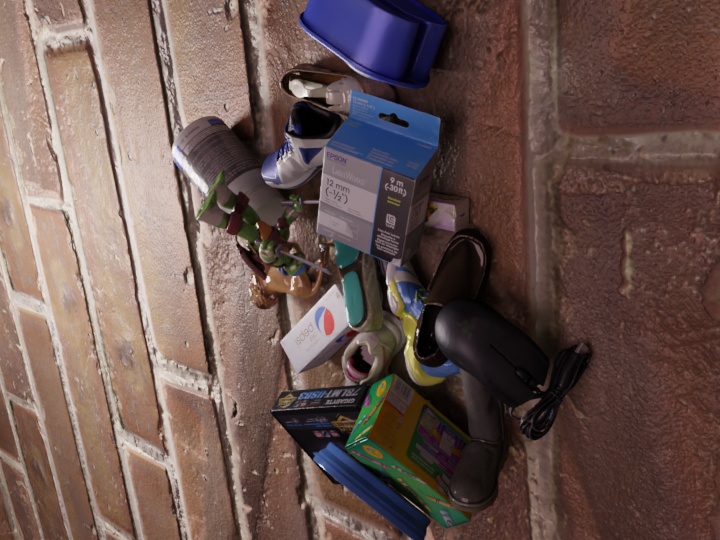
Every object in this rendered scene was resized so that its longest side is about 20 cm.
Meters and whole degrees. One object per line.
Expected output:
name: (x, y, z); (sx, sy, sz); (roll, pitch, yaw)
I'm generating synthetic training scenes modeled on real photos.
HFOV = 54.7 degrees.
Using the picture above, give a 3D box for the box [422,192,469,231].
box: (0.063, -0.094, 1.003); (0.199, 0.041, 0.039); (15, 117, 39)

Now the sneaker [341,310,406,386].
sneaker: (0.004, 0.159, 1.121); (0.081, 0.088, 0.201); (33, 126, 28)

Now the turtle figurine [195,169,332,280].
turtle figurine: (-0.133, -0.080, 1.052); (0.193, 0.145, 0.200); (33, 156, -20)

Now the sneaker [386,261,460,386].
sneaker: (0.107, 0.067, 1.019); (0.104, 0.076, 0.202); (-12, 98, 25)

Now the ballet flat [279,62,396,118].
ballet flat: (-0.041, -0.258, 1.015); (0.199, 0.067, 0.069); (20, 119, 35)

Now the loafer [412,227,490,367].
loafer: (0.124, 0.041, 0.941); (0.072, 0.071, 0.201); (18, 95, 13)

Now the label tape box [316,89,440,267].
label tape box: (0.020, -0.123, 0.941); (0.143, 0.066, 0.201); (24, 128, 23)

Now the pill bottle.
pill bottle: (-0.222, -0.157, 1.185); (0.200, 0.113, 0.114); (49, 132, 17)

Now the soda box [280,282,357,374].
soda box: (-0.053, 0.094, 1.161); (0.200, 0.063, 0.068); (-46, 68, 43)

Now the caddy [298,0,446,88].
caddy: (0.012, -0.306, 0.898); (0.200, 0.141, 0.105); (42, 126, 23)

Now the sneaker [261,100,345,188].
sneaker: (-0.084, -0.195, 1.034); (0.198, 0.115, 0.081); (-9, 56, 38)

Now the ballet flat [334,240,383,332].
ballet flat: (0.000, 0.000, 1.077); (0.067, 0.062, 0.202); (-20, 67, 41)

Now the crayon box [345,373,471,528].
crayon box: (0.085, 0.259, 1.000); (0.200, 0.119, 0.058); (41, 134, -12)

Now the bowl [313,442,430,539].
bowl: (0.018, 0.326, 1.032); (0.200, 0.039, 0.201); (36, 167, 10)

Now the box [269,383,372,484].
box: (-0.017, 0.271, 1.126); (0.199, 0.050, 0.199); (-12, 123, 39)

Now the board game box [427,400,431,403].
board game box: (0.064, 0.250, 1.125); (0.199, 0.039, 0.159); (1, 131, 31)

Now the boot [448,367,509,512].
boot: (0.160, 0.195, 0.943); (0.072, 0.182, 0.202); (6, 115, 20)

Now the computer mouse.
computer mouse: (0.185, 0.108, 0.879); (0.199, 0.139, 0.053); (35, 174, 2)

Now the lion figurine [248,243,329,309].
lion figurine: (-0.124, 0.013, 1.186); (0.199, 0.072, 0.124); (5, 96, 49)

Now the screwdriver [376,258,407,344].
screwdriver: (0.054, 0.051, 1.074); (0.029, 0.028, 0.202); (-3, 103, 48)
